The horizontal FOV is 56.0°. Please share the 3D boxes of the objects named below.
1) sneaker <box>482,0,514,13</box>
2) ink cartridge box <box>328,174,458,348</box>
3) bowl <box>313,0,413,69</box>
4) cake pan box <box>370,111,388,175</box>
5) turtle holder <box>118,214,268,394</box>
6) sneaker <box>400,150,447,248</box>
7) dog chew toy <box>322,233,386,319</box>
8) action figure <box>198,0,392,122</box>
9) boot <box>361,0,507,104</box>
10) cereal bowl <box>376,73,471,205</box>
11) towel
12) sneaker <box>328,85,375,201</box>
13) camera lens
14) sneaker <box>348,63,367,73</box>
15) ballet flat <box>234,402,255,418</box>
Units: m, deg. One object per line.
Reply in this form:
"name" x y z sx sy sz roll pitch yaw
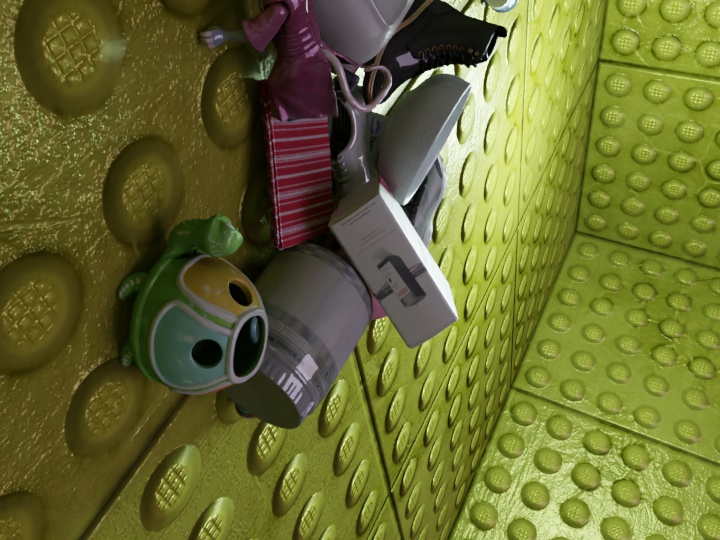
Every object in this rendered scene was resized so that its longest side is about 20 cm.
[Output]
"sneaker" 0.298 -0.633 1.376 0.146 0.079 0.205 -42 139 -63
"ink cartridge box" 0.046 -0.015 0.926 0.202 0.084 0.146 58 11 -14
"bowl" 0.004 -0.378 0.817 0.201 0.074 0.202 51 57 -38
"cake pan box" 0.036 -0.146 1.138 0.199 0.051 0.188 18 91 -66
"turtle holder" -0.162 0.041 0.723 0.141 0.129 0.190 32 77 -65
"sneaker" 0.092 -0.113 1.138 0.079 0.073 0.205 -17 121 -55
"dog chew toy" 0.000 0.000 1.070 0.127 0.122 0.200 -67 151 -12
"action figure" -0.069 -0.246 0.722 0.135 0.146 0.201 -59 151 -24
"boot" 0.101 -0.289 0.921 0.202 0.136 0.078 -58 161 -17
"cereal bowl" 0.082 -0.205 1.008 0.202 0.082 0.200 -57 174 -9
"towel" -0.079 -0.140 0.871 0.144 0.022 0.205 -26 117 -59
"sneaker" -0.023 -0.164 0.987 0.070 0.072 0.205 -26 120 -47
"camera lens" -0.086 0.078 0.880 0.201 0.157 0.162 -56 151 -33
"sneaker" 0.018 -0.335 0.953 0.200 0.069 0.083 -42 138 -36
"ballet flat" -0.112 0.136 0.982 0.202 0.069 0.066 -55 165 -28
